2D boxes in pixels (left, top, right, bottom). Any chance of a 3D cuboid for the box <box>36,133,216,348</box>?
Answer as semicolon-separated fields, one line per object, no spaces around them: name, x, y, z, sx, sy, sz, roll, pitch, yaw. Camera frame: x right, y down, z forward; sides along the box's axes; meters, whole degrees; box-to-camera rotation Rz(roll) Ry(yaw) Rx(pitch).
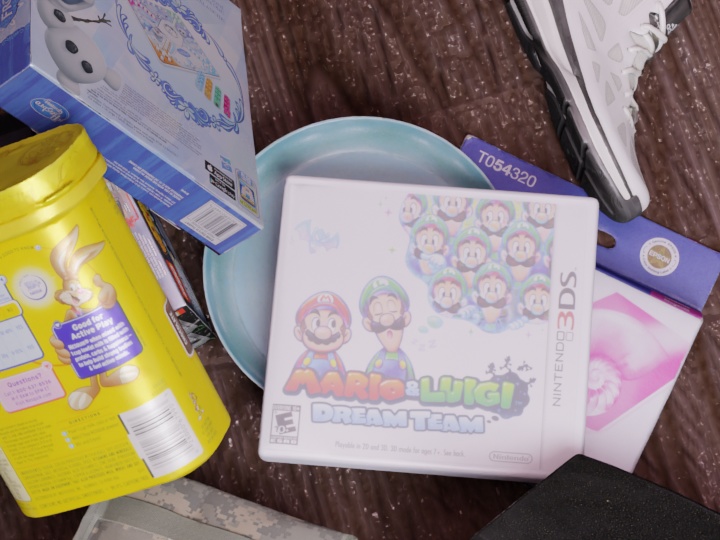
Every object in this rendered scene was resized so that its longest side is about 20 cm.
box;-0.158;-0.047;1.362;0.040;0.137;0.200;-27;80;0

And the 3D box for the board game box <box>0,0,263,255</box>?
board game box;-0.145;-0.136;1.326;0.043;0.200;0.199;-31;45;26

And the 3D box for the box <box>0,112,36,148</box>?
box;-0.255;0.023;1.306;0.200;0.050;0.199;-25;98;-44

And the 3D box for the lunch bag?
lunch bag;-0.113;0.232;1.277;0.164;0.118;0.200;19;54;10

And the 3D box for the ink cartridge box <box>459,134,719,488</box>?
ink cartridge box;0.114;0.032;1.402;0.196;0.043;0.200;25;79;5

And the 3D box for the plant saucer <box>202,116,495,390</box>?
plant saucer;0.000;0.000;1.377;0.200;0.027;0.200;0;76;1

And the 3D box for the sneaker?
sneaker;0.177;-0.137;1.423;0.115;0.076;0.201;-19;75;-4

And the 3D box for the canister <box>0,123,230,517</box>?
canister;-0.179;0.033;1.240;0.148;0.087;0.200;-17;112;23

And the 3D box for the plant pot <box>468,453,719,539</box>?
plant pot;0.129;0.230;1.252;0.177;0.200;0.200;41;38;15

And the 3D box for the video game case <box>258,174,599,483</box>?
video game case;0.044;0.036;1.340;0.200;0.024;0.182;4;75;3
